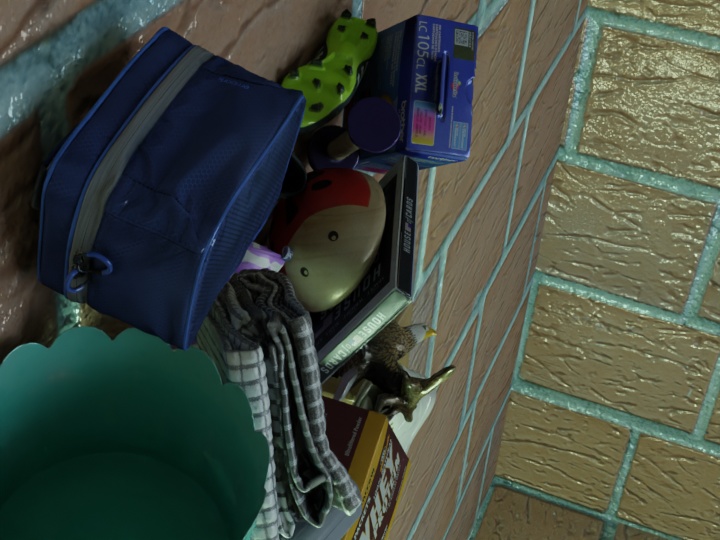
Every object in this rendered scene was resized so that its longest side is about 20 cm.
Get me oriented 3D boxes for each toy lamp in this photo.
[{"bbox_3d":[-0.014,-0.126,1.193,0.200,0.058,0.059,158,-48,-75],"label":"toy lamp"}]

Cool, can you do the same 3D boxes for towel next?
[{"bbox_3d":[-0.069,0.095,0.925,0.200,0.085,0.167,-143,-135,-71],"label":"towel"}]

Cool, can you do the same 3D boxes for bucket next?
[{"bbox_3d":[-0.165,0.155,0.797,0.135,0.206,0.208,103,13,-45],"label":"bucket"}]

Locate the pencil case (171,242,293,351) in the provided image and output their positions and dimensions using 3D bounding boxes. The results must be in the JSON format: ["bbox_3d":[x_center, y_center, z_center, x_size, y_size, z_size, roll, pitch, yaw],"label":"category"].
[{"bbox_3d":[-0.129,0.063,1.056,0.086,0.083,0.201,58,51,-86],"label":"pencil case"}]

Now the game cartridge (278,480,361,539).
[{"bbox_3d":[-0.107,0.193,0.966,0.133,0.198,0.041,-29,117,-64],"label":"game cartridge"}]

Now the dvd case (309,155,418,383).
[{"bbox_3d":[0.000,0.000,1.142,0.150,0.025,0.201,-45,-157,33],"label":"dvd case"}]

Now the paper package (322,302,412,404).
[{"bbox_3d":[-0.016,0.142,1.507,0.201,0.103,0.191,91,23,-46],"label":"paper package"}]

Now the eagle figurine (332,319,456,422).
[{"bbox_3d":[0.016,0.058,1.275,0.151,0.201,0.151,-32,158,17],"label":"eagle figurine"}]

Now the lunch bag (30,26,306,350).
[{"bbox_3d":[-0.137,-0.054,0.809,0.136,0.132,0.201,112,4,-47],"label":"lunch bag"}]

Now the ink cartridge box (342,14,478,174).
[{"bbox_3d":[0.054,-0.177,1.234,0.200,0.076,0.138,-2,-97,65],"label":"ink cartridge box"}]

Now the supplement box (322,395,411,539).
[{"bbox_3d":[-0.071,0.198,1.178,0.200,0.196,0.134,66,42,-67],"label":"supplement box"}]

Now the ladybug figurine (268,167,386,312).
[{"bbox_3d":[-0.038,-0.039,1.144,0.136,0.072,0.200,-54,-160,11],"label":"ladybug figurine"}]

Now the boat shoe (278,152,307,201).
[{"bbox_3d":[-0.091,-0.099,1.044,0.199,0.066,0.075,57,49,-72],"label":"boat shoe"}]

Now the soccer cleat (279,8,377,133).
[{"bbox_3d":[-0.032,-0.179,1.189,0.200,0.067,0.081,-60,169,-46],"label":"soccer cleat"}]

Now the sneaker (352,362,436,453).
[{"bbox_3d":[0.010,0.198,1.380,0.201,0.073,0.116,-66,152,-8],"label":"sneaker"}]
